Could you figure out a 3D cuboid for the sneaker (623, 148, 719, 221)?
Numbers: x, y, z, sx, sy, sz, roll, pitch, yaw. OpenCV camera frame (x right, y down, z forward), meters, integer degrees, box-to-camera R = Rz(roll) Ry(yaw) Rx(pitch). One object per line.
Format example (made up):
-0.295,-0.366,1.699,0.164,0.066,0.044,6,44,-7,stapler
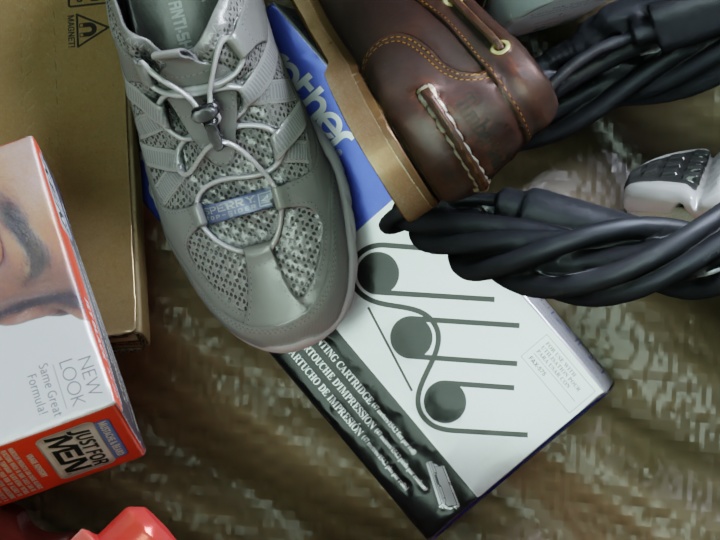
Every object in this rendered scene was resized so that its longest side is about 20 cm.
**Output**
0.190,0.008,0.792,0.200,0.075,0.081,18,116,15,sneaker

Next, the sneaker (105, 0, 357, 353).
-0.061,-0.063,0.786,0.075,0.082,0.200,-21,87,11,sneaker

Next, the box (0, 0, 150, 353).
-0.169,-0.058,0.831,0.163,0.021,0.200,-6,70,3,box

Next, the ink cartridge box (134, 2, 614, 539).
0.000,0.000,0.842,0.094,0.044,0.200,-41,85,10,ink cartridge box

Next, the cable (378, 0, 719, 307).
0.104,-0.040,0.764,0.200,0.163,0.051,-20,128,2,cable

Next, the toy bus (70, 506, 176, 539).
-0.138,0.140,0.671,0.200,0.136,0.192,41,87,18,toy bus

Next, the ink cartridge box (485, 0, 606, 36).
0.055,-0.171,0.740,0.047,0.200,0.160,-15,90,-6,ink cartridge box

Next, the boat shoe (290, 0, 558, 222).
0.018,-0.087,0.772,0.070,0.200,0.070,-34,125,6,boat shoe

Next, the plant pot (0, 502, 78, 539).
-0.169,0.193,0.825,0.201,0.201,0.195,24,90,9,plant pot

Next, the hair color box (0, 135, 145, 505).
-0.190,0.041,0.750,0.200,0.064,0.111,-20,68,-4,hair color box
